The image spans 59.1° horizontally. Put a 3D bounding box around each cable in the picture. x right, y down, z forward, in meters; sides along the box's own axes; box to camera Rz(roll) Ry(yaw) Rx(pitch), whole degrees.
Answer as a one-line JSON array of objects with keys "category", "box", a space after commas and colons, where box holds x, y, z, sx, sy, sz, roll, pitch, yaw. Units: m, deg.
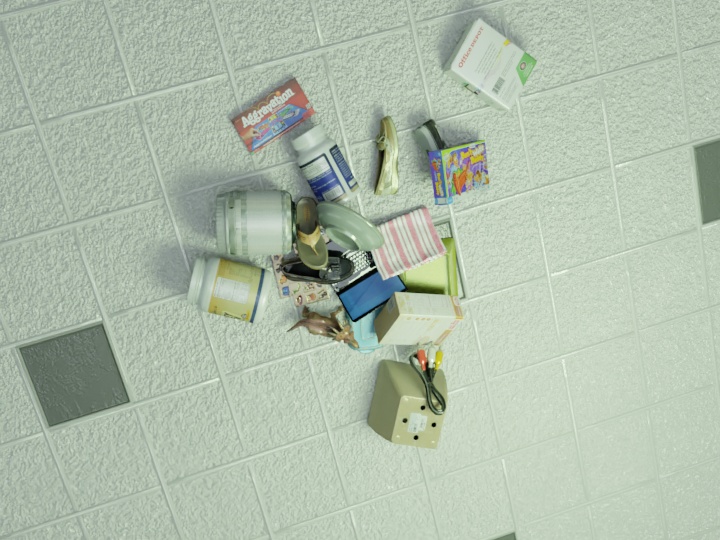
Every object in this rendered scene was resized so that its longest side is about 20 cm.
[{"category": "cable", "box": [0.182, 0.283, 1.695, 0.095, 0.203, 0.051, 8, 139, -12]}]

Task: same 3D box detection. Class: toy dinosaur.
[{"category": "toy dinosaur", "box": [-0.099, 0.149, 1.704, 0.195, 0.136, 0.088, 4, 101, -9]}]

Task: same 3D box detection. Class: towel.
[{"category": "towel", "box": [0.120, -0.076, 1.706, 0.196, 0.030, 0.149, -21, 77, -13]}]

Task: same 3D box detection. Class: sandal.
[{"category": "sandal", "box": [-0.132, -0.101, 1.651, 0.078, 0.054, 0.205, -8, 75, -4]}]

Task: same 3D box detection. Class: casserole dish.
[{"category": "casserole dish", "box": [0.018, 0.139, 1.772, 0.118, 0.039, 0.205, -3, 101, -9]}]

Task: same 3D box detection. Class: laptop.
[{"category": "laptop", "box": [0.000, 0.000, 1.703, 0.175, 0.103, 0.203, -30, 105, -5]}]

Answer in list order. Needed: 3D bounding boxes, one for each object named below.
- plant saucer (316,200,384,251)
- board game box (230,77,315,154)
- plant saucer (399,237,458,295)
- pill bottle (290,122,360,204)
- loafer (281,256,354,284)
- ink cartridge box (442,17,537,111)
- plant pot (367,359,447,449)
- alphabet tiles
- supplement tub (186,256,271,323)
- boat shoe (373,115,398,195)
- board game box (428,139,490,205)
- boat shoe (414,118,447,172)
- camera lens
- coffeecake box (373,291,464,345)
[{"category": "plant saucer", "box": [-0.035, -0.098, 1.615, 0.198, 0.200, 0.051, 35, 73, -13]}, {"category": "board game box", "box": [-0.224, -0.396, 1.634, 0.198, 0.019, 0.104, -34, 103, -1]}, {"category": "plant saucer", "box": [0.181, 0.023, 1.769, 0.194, 0.048, 0.205, -7, 102, -8]}, {"category": "pill bottle", "box": [-0.092, -0.265, 1.632, 0.114, 0.116, 0.203, -29, 104, -2]}, {"category": "loafer", "box": [-0.114, 0.000, 1.672, 0.195, 0.063, 0.074, -3, 84, 10]}, {"category": "ink cartridge box", "box": [0.336, -0.535, 1.662, 0.197, 0.084, 0.147, 30, 95, -14]}, {"category": "plant pot", "box": [0.145, 0.388, 1.771, 0.195, 0.177, 0.205, 11, 100, -12]}, {"category": "alphabet tiles", "box": [-0.153, -0.008, 1.730, 0.163, 0.008, 0.205, -14, 104, -7]}, {"category": "supplement tub", "box": [-0.338, 0.047, 1.641, 0.195, 0.144, 0.148, 14, 99, -11]}, {"category": "boat shoe", "box": [0.062, -0.301, 1.674, 0.062, 0.073, 0.206, -6, 109, -12]}, {"category": "board game box", "box": [0.263, -0.260, 1.671, 0.198, 0.044, 0.138, -22, 108, -42]}, {"category": "boat shoe", "box": [0.215, -0.304, 1.695, 0.063, 0.070, 0.203, -36, 115, -18]}, {"category": "camera lens", "box": [-0.262, -0.121, 1.611, 0.195, 0.160, 0.164, -2, 102, -8]}, {"category": "coffeecake box", "box": [0.157, 0.133, 1.713, 0.195, 0.074, 0.154, 4, 143, -23]}]
